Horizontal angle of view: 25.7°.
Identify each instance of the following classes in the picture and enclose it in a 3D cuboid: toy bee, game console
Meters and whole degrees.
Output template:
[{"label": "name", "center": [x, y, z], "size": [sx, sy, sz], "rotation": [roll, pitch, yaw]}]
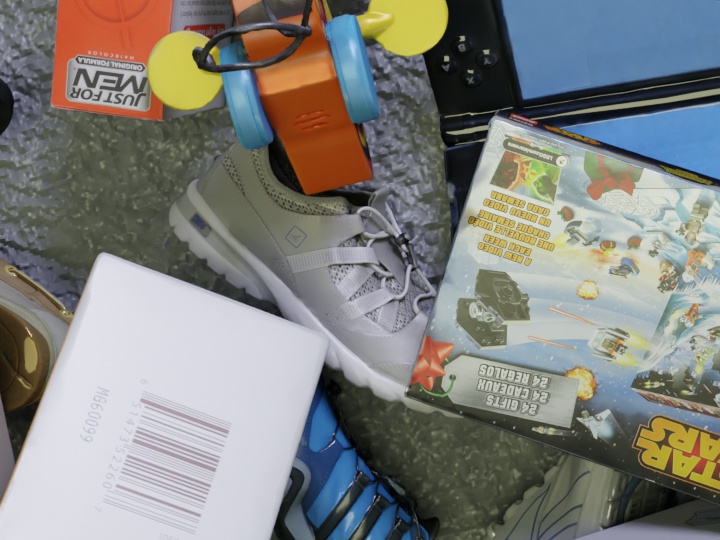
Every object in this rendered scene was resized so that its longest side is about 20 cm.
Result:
[{"label": "toy bee", "center": [-0.025, -0.113, 0.693], "size": [0.130, 0.200, 0.109], "rotation": [-6, 74, -15]}, {"label": "game console", "center": [0.127, -0.073, 0.722], "size": [0.199, 0.119, 0.171], "rotation": [-8, 133, 12]}]

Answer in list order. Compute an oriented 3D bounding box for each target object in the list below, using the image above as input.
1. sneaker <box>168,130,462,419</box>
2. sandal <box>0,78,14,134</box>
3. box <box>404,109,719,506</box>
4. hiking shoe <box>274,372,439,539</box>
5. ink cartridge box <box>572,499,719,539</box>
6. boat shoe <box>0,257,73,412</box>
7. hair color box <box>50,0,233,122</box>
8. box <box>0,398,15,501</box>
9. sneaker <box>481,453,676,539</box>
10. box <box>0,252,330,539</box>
[{"label": "sneaker", "center": [0.000, 0.000, 0.789], "size": [0.200, 0.075, 0.082], "rotation": [35, 106, 4]}, {"label": "sandal", "center": [-0.267, -0.062, 0.818], "size": [0.200, 0.075, 0.048], "rotation": [-9, 64, 19]}, {"label": "box", "center": [0.134, 0.023, 0.714], "size": [0.199, 0.040, 0.137], "rotation": [19, 105, 6]}, {"label": "hiking shoe", "center": [-0.005, 0.123, 0.824], "size": [0.086, 0.074, 0.201], "rotation": [-11, 103, -3]}, {"label": "ink cartridge box", "center": [0.146, 0.165, 0.743], "size": [0.199, 0.044, 0.094], "rotation": [-12, 107, -25]}, {"label": "boat shoe", "center": [-0.226, 0.015, 0.842], "size": [0.200, 0.066, 0.074], "rotation": [32, 106, 26]}, {"label": "hair color box", "center": [-0.098, -0.178, 0.764], "size": [0.061, 0.102, 0.201], "rotation": [8, 101, 11]}, {"label": "box", "center": [-0.280, 0.090, 0.766], "size": [0.199, 0.095, 0.078], "rotation": [6, 126, 13]}, {"label": "sneaker", "center": [0.100, 0.138, 0.795], "size": [0.087, 0.074, 0.201], "rotation": [18, 91, 37]}, {"label": "box", "center": [-0.105, 0.111, 0.701], "size": [0.106, 0.200, 0.153], "rotation": [21, 61, -8]}]
